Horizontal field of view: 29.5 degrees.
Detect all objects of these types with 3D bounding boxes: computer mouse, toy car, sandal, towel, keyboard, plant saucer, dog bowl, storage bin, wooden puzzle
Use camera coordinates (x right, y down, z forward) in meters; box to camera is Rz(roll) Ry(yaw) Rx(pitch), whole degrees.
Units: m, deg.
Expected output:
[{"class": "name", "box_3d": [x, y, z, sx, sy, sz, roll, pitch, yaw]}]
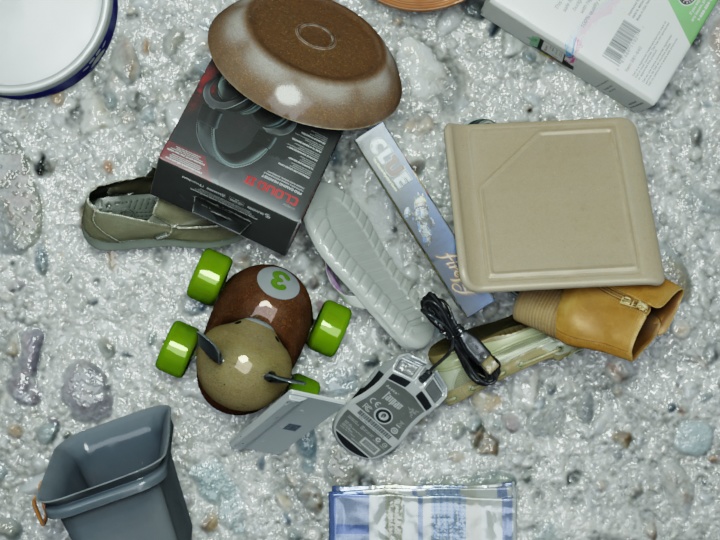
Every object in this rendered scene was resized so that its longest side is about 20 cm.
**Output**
[{"class": "computer mouse", "box_3d": [0.047, 0.114, 1.375, 0.110, 0.044, 0.200, 41, 120, -10]}, {"class": "toy car", "box_3d": [-0.104, 0.072, 1.314, 0.164, 0.200, 0.158, 23, 90, -3]}, {"class": "sandal", "box_3d": [-0.004, 0.003, 1.392, 0.050, 0.082, 0.203, -34, 93, 41]}, {"class": "towel", "box_3d": [0.065, 0.292, 1.417, 0.199, 0.024, 0.148, -1, 93, -1]}, {"class": "keyboard", "box_3d": [-0.073, 0.149, 1.323, 0.056, 0.200, 0.011, 8, 67, -20]}, {"class": "plant saucer", "box_3d": [-0.048, -0.215, 1.326, 0.200, 0.201, 0.037, 23, 131, -3]}, {"class": "dog bowl", "box_3d": [-0.343, -0.272, 1.357, 0.199, 0.079, 0.201, 0, 91, -3]}, {"class": "storage bin", "box_3d": [-0.231, 0.236, 1.321, 0.145, 0.200, 0.135, -19, 101, -2]}, {"class": "wooden puzzle", "box_3d": [0.184, -0.063, 1.318, 0.199, 0.037, 0.186, -1, 62, -6]}]

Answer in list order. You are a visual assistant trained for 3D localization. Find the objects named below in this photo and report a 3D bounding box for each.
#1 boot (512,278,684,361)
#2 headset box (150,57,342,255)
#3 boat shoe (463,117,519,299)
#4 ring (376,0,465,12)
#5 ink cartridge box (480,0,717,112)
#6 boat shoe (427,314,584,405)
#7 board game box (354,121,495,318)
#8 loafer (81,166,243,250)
[{"class": "boot", "box_3d": [0.253, -0.002, 1.347, 0.144, 0.071, 0.202, 17, 60, 29]}, {"class": "headset box", "box_3d": [-0.103, -0.122, 1.333, 0.148, 0.077, 0.200, 25, 60, -2]}, {"class": "boat shoe", "box_3d": [0.145, -0.059, 1.390, 0.072, 0.071, 0.201, -23, 92, -2]}, {"class": "ring", "box_3d": [0.072, -0.353, 1.376, 0.200, 0.019, 0.201, -4, 77, 17]}, {"class": "ink cartridge box", "box_3d": [0.242, -0.276, 1.385, 0.200, 0.084, 0.145, 31, 89, -3]}, {"class": "boat shoe", "box_3d": [0.172, 0.079, 1.397, 0.200, 0.073, 0.063, -18, 103, -1]}, {"class": "board game box", "box_3d": [0.061, -0.052, 1.353, 0.035, 0.135, 0.200, -32, 93, 2]}, {"class": "loafer", "box_3d": [-0.184, -0.064, 1.362, 0.199, 0.070, 0.075, -10, 62, -2]}]
